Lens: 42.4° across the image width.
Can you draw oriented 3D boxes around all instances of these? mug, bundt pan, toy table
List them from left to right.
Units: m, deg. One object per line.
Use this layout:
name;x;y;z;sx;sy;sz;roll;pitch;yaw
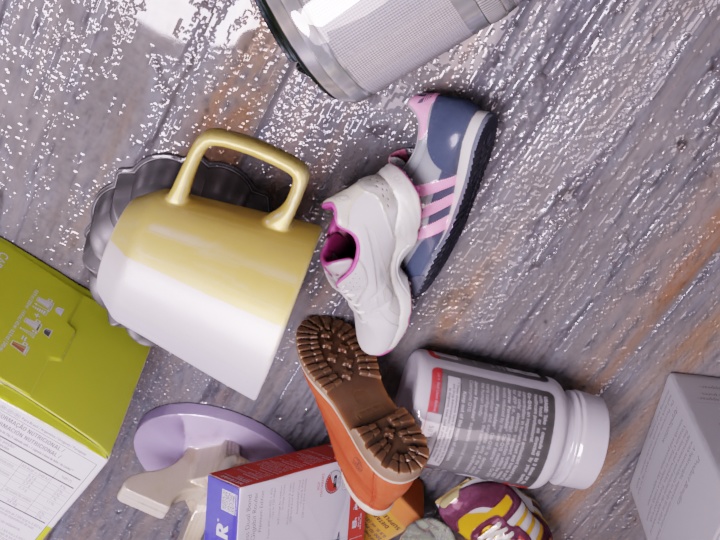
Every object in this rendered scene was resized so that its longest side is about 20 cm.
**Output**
bundt pan;-0.168;-0.004;0.870;0.200;0.076;0.204;1;120;1
mug;-0.120;-0.010;0.759;0.152;0.149;0.188;21;83;-3
toy table;-0.153;0.233;0.983;0.198;0.117;0.185;16;119;-7

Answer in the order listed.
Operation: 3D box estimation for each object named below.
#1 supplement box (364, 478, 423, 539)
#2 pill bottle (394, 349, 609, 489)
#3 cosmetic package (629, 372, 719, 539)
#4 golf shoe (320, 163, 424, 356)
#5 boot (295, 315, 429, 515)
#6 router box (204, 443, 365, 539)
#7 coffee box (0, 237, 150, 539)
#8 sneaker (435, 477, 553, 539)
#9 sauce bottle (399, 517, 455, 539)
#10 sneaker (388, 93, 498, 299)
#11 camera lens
supplement box;-0.026;0.285;1.039;0.199;0.069;0.067;-34;113;20
pill bottle;0.138;0.154;0.934;0.198;0.114;0.115;13;120;-6
cosmetic package;0.389;0.232;0.926;0.163;0.201;0.166;7;121;-3
golf shoe;0.000;0.000;0.834;0.091;0.075;0.202;-19;131;-27
boot;-0.013;0.140;0.902;0.074;0.201;0.108;-13;143;-26
router box;-0.072;0.285;0.915;0.049;0.179;0.202;9;99;41
coffee box;-0.342;0.123;0.872;0.199;0.200;0.198;34;114;-17
sneaker;0.155;0.281;0.983;0.075;0.091;0.199;-38;139;19
sauce bottle;0.068;0.338;1.035;0.064;0.065;0.201;2;144;-1
sneaker;0.059;-0.069;0.846;0.082;0.070;0.201;27;123;15
camera lens;0.026;-0.233;0.685;0.199;0.160;0.161;-27;116;16
